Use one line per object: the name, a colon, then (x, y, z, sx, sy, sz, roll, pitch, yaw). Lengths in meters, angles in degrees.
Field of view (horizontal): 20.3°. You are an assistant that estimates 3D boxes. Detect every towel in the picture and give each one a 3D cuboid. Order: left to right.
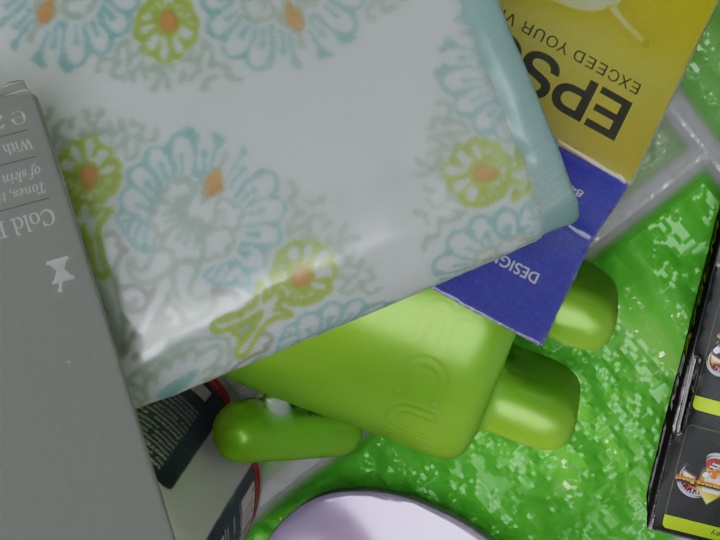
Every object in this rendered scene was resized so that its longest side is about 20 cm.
towel: (-0.038, -0.077, 0.683, 0.170, 0.048, 0.201, -22, 86, -2)

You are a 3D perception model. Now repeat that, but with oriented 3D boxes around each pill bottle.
pill bottle: (-0.113, 0.107, 0.787, 0.118, 0.200, 0.121, 2, 104, 8)

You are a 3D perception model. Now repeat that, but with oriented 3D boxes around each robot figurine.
robot figurine: (0.000, 0.000, 0.786, 0.199, 0.116, 0.177, 21, 105, 3)

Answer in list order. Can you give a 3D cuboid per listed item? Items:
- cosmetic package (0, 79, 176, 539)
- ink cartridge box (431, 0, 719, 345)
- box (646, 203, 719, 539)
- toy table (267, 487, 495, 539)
cosmetic package: (-0.128, 0.057, 0.631, 0.106, 0.090, 0.202, -19, 85, -24)
ink cartridge box: (0.027, -0.107, 0.739, 0.197, 0.047, 0.201, 28, 67, 0)
box: (0.231, 0.032, 0.796, 0.198, 0.048, 0.195, 12, 108, 5)
toy table: (0.030, 0.183, 0.809, 0.200, 0.117, 0.184, 39, 92, 3)
